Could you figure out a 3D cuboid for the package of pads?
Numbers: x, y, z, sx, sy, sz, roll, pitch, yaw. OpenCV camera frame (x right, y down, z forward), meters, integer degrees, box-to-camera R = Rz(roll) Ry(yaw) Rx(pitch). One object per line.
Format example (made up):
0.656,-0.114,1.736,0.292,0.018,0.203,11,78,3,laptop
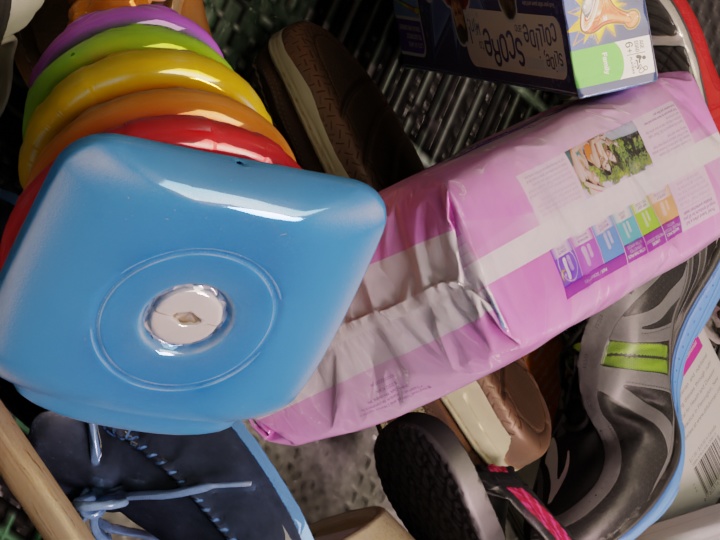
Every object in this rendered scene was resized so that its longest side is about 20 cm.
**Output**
0.045,-0.007,1.094,0.200,0.120,0.076,-28,96,-55,package of pads

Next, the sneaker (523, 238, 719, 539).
0.102,0.033,1.258,0.083,0.071,0.200,32,66,-36,sneaker

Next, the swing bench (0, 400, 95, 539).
-0.204,0.091,0.983,0.199,0.130,0.200,-35,109,-37,swing bench

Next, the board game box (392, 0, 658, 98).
0.052,-0.142,1.177,0.034,0.200,0.136,-13,102,-16,board game box

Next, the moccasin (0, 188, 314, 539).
-0.098,0.060,1.074,0.068,0.200,0.081,-35,156,-29,moccasin

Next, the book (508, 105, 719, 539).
0.103,0.044,1.333,0.134,0.048,0.200,-48,124,-33,book

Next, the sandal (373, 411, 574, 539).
0.062,0.119,1.192,0.045,0.075,0.200,-39,129,-13,sandal

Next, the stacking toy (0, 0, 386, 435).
-0.076,-0.050,1.012,0.116,0.110,0.200,10,39,-25,stacking toy

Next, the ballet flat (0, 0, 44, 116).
-0.146,-0.082,1.012,0.068,0.200,0.068,-35,73,-33,ballet flat

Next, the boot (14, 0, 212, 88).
-0.067,-0.046,1.149,0.155,0.074,0.200,48,30,-57,boot

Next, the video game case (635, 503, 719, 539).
0.125,0.200,1.341,0.200,0.022,0.182,-11,114,-43,video game case

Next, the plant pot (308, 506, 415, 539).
0.008,0.201,1.169,0.187,0.187,0.200,-26,94,-41,plant pot

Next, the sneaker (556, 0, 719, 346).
0.150,-0.060,1.366,0.085,0.077,0.200,-52,134,-37,sneaker

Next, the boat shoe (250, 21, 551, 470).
-0.002,0.001,1.210,0.203,0.075,0.075,63,20,3,boat shoe
